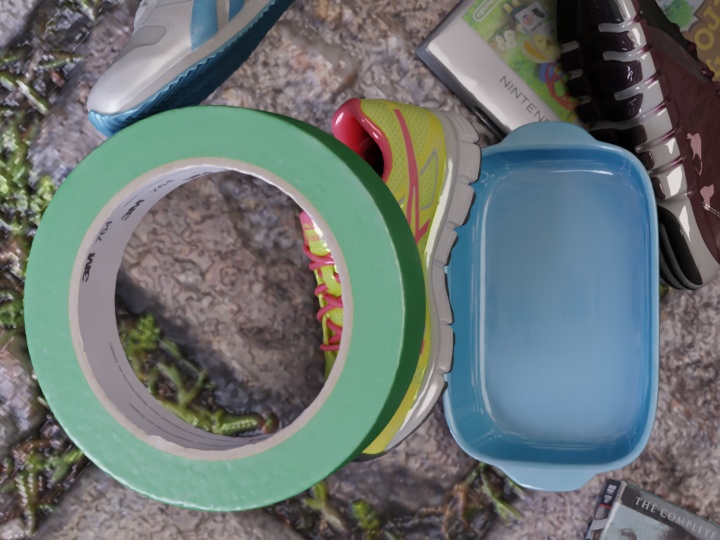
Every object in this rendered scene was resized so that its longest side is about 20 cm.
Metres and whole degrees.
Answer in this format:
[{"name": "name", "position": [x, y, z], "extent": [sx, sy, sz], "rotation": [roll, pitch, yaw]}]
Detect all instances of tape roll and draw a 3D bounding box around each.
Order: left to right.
[{"name": "tape roll", "position": [-0.069, 0.018, 0.780], "extent": [0.200, 0.048, 0.201], "rotation": [0, 92, 15]}]

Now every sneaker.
[{"name": "sneaker", "position": [-0.083, -0.153, 0.823], "extent": [0.081, 0.077, 0.200], "rotation": [39, 73, -2]}, {"name": "sneaker", "position": [0.000, 0.000, 0.822], "extent": [0.090, 0.078, 0.200], "rotation": [20, 71, -38]}, {"name": "sneaker", "position": [0.188, -0.098, 0.873], "extent": [0.115, 0.076, 0.200], "rotation": [-24, 105, -19]}]

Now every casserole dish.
[{"name": "casserole dish", "position": [0.107, 0.019, 0.854], "extent": [0.121, 0.039, 0.200], "rotation": [0, 91, 23]}]

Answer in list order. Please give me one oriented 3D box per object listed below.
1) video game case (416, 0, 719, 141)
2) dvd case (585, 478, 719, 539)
[{"name": "video game case", "position": [0.161, -0.134, 0.908], "extent": [0.182, 0.022, 0.200], "rotation": [44, 78, -9]}, {"name": "dvd case", "position": [0.170, 0.240, 0.897], "extent": [0.146, 0.022, 0.200], "rotation": [26, 81, -12]}]
